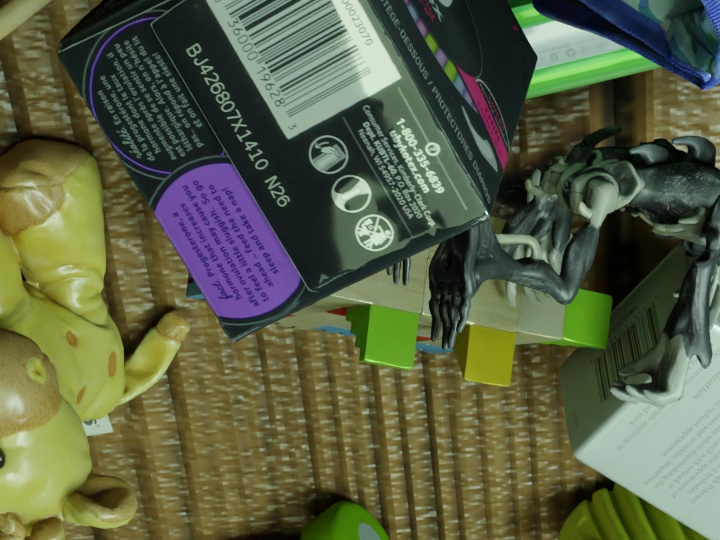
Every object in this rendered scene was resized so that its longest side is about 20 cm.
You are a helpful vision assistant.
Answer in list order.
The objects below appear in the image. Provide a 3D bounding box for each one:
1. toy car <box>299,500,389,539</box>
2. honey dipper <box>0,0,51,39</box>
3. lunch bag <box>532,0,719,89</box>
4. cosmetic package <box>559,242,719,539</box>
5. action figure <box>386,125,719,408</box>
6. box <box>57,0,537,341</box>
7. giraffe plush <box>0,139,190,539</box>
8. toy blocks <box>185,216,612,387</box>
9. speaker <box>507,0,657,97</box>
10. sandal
[{"bbox_3d":[-0.028,0.260,1.068,0.164,0.201,0.158,-36,118,22],"label":"toy car"},{"bbox_3d":[-0.156,-0.122,0.905,0.199,0.038,0.038,-31,120,23],"label":"honey dipper"},{"bbox_3d":[0.126,-0.173,0.717,0.169,0.200,0.128,-30,159,-24],"label":"lunch bag"},{"bbox_3d":[0.203,0.083,0.949,0.199,0.074,0.102,32,120,-21],"label":"cosmetic package"},{"bbox_3d":[0.103,-0.008,0.846,0.198,0.119,0.103,-2,116,-30],"label":"action figure"},{"bbox_3d":[-0.012,-0.081,0.727,0.105,0.200,0.123,-25,106,18],"label":"box"},{"bbox_3d":[-0.178,0.058,0.949,0.171,0.163,0.201,-27,120,17],"label":"giraffe plush"},{"bbox_3d":[0.000,0.000,0.940,0.198,0.101,0.136,12,170,-26],"label":"toy blocks"},{"bbox_3d":[0.084,-0.119,0.867,0.198,0.089,0.089,-13,124,8],"label":"speaker"},{"bbox_3d":[0.205,0.162,1.081,0.198,0.080,0.088,1,128,1],"label":"sandal"}]
